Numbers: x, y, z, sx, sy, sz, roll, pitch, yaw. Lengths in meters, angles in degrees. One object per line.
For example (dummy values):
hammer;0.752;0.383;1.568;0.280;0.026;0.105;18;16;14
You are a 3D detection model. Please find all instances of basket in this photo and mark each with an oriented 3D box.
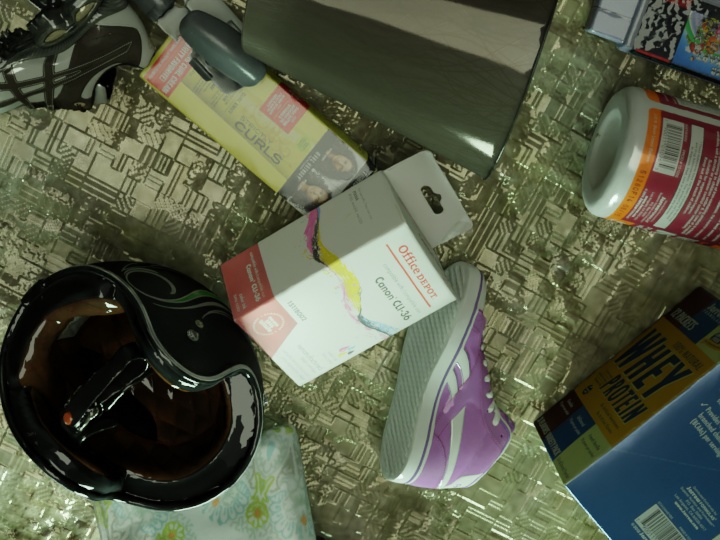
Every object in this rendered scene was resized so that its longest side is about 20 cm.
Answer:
basket;0.026;-0.181;0.712;0.198;0.136;0.182;18;115;-1

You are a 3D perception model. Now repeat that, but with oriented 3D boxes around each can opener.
can opener;-0.143;-0.219;0.749;0.200;0.067;0.053;47;70;-17

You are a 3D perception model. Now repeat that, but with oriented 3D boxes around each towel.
towel;-0.138;0.241;0.893;0.197;0.048;0.173;-12;88;7

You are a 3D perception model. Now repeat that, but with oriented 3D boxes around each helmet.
helmet;-0.174;0.092;0.813;0.198;0.190;0.203;-8;71;24

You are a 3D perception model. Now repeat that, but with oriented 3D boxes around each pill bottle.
pill bottle;0.295;-0.075;0.828;0.198;0.110;0.111;15;103;-5

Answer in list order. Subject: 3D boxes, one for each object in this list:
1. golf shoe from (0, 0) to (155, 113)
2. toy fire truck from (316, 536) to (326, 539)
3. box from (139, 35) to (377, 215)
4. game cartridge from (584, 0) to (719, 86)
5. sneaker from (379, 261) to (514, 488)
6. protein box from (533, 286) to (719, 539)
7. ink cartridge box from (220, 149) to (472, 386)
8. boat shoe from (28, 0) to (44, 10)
golf shoe;-0.252;-0.153;0.800;0.199;0.078;0.095;-25;127;28
toy fire truck;-0.045;0.330;0.945;0.198;0.049;0.142;21;102;-7
box;-0.082;-0.126;0.834;0.200;0.050;0.075;41;100;-9
game cartridge;0.300;-0.226;0.833;0.198;0.038;0.131;17;98;-6
sneaker;0.095;0.097;0.894;0.113;0.073;0.203;14;98;-25
protein box;0.298;0.165;0.872;0.200;0.135;0.199;-40;101;8
ink cartridge box;0.000;0.000;0.828;0.199;0.068;0.117;-30;137;8
boat shoe;-0.270;-0.264;0.790;0.200;0.060;0.076;42;99;-10
